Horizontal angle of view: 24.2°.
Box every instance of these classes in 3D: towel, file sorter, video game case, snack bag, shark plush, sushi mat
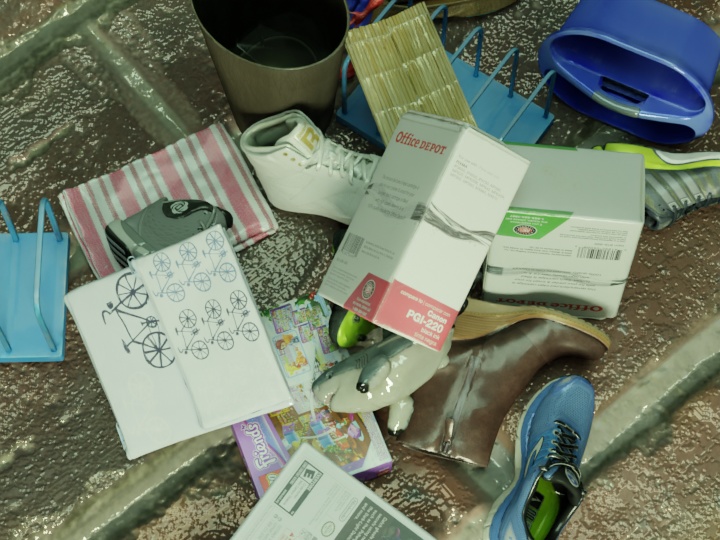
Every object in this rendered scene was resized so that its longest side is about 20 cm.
[{"bbox_3d":[-0.203,-0.063,1.783,0.199,0.030,0.147,-26,68,-12],"label":"towel"},{"bbox_3d":[0.092,-0.190,1.793,0.200,0.123,0.139,32,68,14],"label":"file sorter"},{"bbox_3d":[-0.403,0.007,1.690,0.199,0.123,0.140,-1,66,-1],"label":"file sorter"},{"bbox_3d":[-0.041,0.295,1.595,0.181,0.023,0.200,36,74,6],"label":"video game case"},{"bbox_3d":[-0.182,0.072,1.632,0.199,0.021,0.189,-20,96,21],"label":"snack bag"},{"bbox_3d":[0.040,0.064,1.648,0.200,0.091,0.083,-53,44,-2],"label":"shark plush"},{"bbox_3d":[0.056,-0.175,1.713,0.095,0.012,0.201,-19,70,-5],"label":"sushi mat"}]

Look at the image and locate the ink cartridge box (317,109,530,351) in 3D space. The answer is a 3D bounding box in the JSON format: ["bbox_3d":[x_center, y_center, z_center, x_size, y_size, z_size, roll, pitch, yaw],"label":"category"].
[{"bbox_3d":[0.058,-0.041,1.588,0.085,0.146,0.201,24,91,-25],"label":"ink cartridge box"}]

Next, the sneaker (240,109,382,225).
[{"bbox_3d":[-0.030,-0.106,1.718,0.199,0.116,0.074,4,59,27],"label":"sneaker"}]

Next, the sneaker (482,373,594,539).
[{"bbox_3d":[0.190,0.193,1.620,0.078,0.089,0.201,29,69,-21],"label":"sneaker"}]

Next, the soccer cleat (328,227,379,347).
[{"bbox_3d":[0.000,0.000,1.730,0.081,0.068,0.200,11,49,21],"label":"soccer cleat"}]

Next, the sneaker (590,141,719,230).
[{"bbox_3d":[0.337,-0.080,1.778,0.199,0.074,0.081,6,71,11],"label":"sneaker"}]

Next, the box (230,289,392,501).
[{"bbox_3d":[-0.067,0.131,1.686,0.136,0.039,0.201,-18,66,-9],"label":"box"}]

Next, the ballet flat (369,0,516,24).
[{"bbox_3d":[0.095,-0.321,1.881,0.199,0.072,0.068,-9,65,-5],"label":"ballet flat"}]

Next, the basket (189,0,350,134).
[{"bbox_3d":[-0.087,-0.222,1.761,0.180,0.200,0.136,37,71,19],"label":"basket"}]

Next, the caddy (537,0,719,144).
[{"bbox_3d":[0.289,-0.210,1.793,0.199,0.142,0.105,24,64,11],"label":"caddy"}]

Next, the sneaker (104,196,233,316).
[{"bbox_3d":[-0.160,-0.011,1.701,0.115,0.075,0.200,-37,63,-22],"label":"sneaker"}]

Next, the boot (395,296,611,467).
[{"bbox_3d":[0.143,0.118,1.692,0.199,0.072,0.167,11,77,3],"label":"boot"}]

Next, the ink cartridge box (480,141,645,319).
[{"bbox_3d":[0.198,-0.036,1.679,0.146,0.200,0.083,5,61,2],"label":"ink cartridge box"}]

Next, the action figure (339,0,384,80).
[{"bbox_3d":[0.001,-0.290,1.794,0.051,0.200,0.066,-2,52,-28],"label":"action figure"}]
